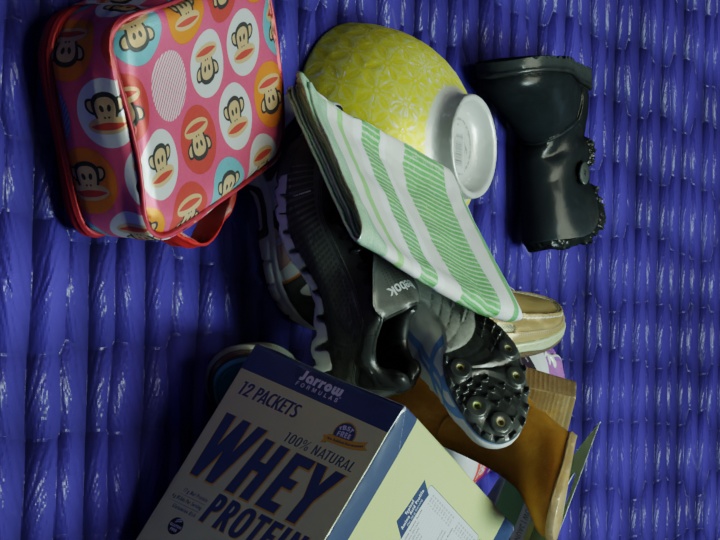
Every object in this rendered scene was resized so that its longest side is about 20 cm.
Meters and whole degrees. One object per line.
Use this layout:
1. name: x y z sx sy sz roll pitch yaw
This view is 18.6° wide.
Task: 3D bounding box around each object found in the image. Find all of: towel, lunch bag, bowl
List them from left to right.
1. lunch bag: -0.120 -0.103 1.439 0.200 0.082 0.177 -37 122 -56
2. towel: 0.032 -0.046 1.534 0.200 0.023 0.153 31 29 -49
3. bowl: 0.041 -0.094 1.705 0.200 0.107 0.201 -2 92 -61

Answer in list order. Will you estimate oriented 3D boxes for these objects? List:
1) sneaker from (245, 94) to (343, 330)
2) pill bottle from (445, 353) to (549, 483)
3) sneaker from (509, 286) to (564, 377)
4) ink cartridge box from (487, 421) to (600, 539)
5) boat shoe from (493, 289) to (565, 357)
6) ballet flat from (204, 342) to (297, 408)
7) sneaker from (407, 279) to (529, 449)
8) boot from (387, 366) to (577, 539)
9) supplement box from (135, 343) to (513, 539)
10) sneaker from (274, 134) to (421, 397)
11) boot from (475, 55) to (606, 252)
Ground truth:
1. sneaker: -0.033 -0.039 1.603 0.074 0.080 0.201 -58 140 -47
2. pill bottle: 0.078 0.110 1.765 0.200 0.112 0.113 -30 116 -57
3. sneaker: 0.135 0.076 1.925 0.114 0.072 0.201 -63 149 -50
4. ink cartridge box: 0.122 0.216 1.800 0.200 0.048 0.146 114 2 -52
5. boat shoe: 0.077 0.025 1.717 0.199 0.072 0.077 -2 110 -31
6. ballet flat: -0.059 0.090 1.587 0.200 0.067 0.064 51 20 -50
7. sneaker: 0.058 0.055 1.580 0.072 0.200 0.073 -9 138 -29
8. boot: 0.081 0.121 1.585 0.201 0.143 0.071 -78 177 -63
9. supplement box: -0.029 0.194 1.496 0.201 0.134 0.200 -59 143 -15
10. sneaker: 0.000 0.000 1.528 0.066 0.090 0.201 -28 112 -47
11. boot: 0.164 -0.102 1.955 0.200 0.076 0.169 1 85 -67
